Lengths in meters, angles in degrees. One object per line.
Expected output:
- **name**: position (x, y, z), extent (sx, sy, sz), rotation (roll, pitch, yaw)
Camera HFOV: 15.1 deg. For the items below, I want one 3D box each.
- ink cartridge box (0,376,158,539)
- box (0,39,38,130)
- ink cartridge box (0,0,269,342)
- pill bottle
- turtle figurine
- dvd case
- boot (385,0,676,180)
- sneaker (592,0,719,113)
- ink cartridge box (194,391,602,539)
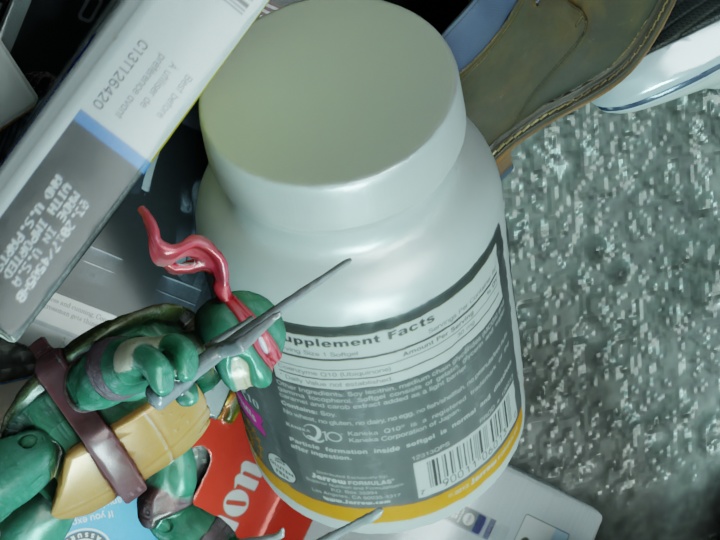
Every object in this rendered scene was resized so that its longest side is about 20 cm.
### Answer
- **ink cartridge box**: position (-0.128, 0.157, 1.041), extent (0.128, 0.125, 0.201), rotation (-13, 108, -7)
- **box**: position (-0.228, -0.038, 0.949), extent (0.199, 0.124, 0.098), rotation (-35, 96, -15)
- **ink cartridge box**: position (-0.081, -0.067, 0.953), extent (0.047, 0.200, 0.198), rotation (35, 87, -6)
- **pill bottle**: position (0.000, 0.000, 1.029), extent (0.116, 0.116, 0.201), rotation (-31, 142, -17)
- **turtle figurine**: position (-0.080, 0.066, 0.915), extent (0.199, 0.101, 0.150), rotation (-35, 137, -4)
- **dvd case**: position (-0.084, -0.059, 1.078), extent (0.150, 0.025, 0.201), rotation (22, 92, -24)
- **boot**: position (0.067, -0.111, 1.096), extent (0.200, 0.075, 0.097), rotation (-49, 152, -12)
- **sneaker**: position (0.187, -0.100, 1.181), extent (0.199, 0.073, 0.071), rotation (-24, 108, -20)
- **ink cartridge box**: position (-0.011, 0.135, 1.152), extent (0.199, 0.047, 0.161), rotation (27, 89, -30)
